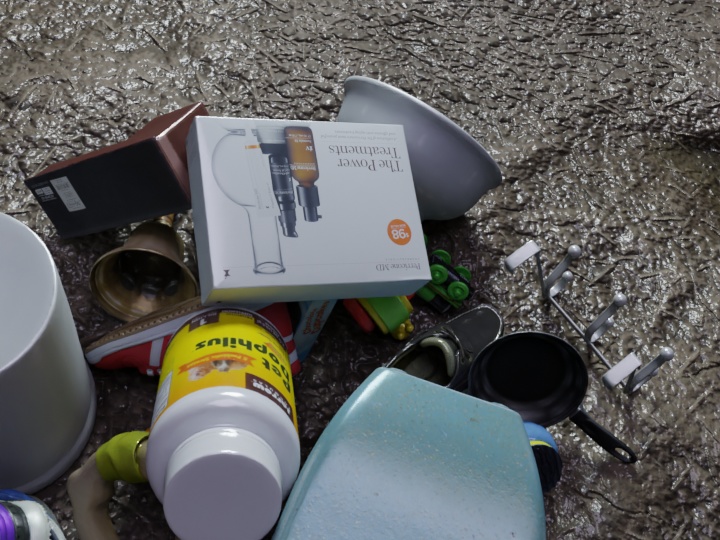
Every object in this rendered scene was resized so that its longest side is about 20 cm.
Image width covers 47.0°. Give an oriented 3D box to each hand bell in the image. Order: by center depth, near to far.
[{"bbox_3d":[-0.201,-0.051,0.847,0.102,0.105,0.202,8,44,-6],"label":"hand bell"}]

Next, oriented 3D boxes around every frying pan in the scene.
[{"bbox_3d":[0.195,0.113,0.794,0.187,0.117,0.031,15,30,-3],"label":"frying pan"}]

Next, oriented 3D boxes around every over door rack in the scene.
[{"bbox_3d":[0.227,0.043,0.798,0.067,0.199,0.148,-43,67,11],"label":"over door rack"}]

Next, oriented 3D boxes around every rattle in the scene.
[{"bbox_3d":[-0.146,0.226,0.696,0.130,0.143,0.201,-38,84,4],"label":"rattle"}]

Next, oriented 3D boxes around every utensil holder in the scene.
[{"bbox_3d":[-0.307,0.071,0.662,0.166,0.201,0.172,5,55,-8],"label":"utensil holder"}]

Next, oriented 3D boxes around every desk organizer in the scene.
[{"bbox_3d":[-0.222,-0.093,0.792,0.197,0.072,0.077,-8,31,36],"label":"desk organizer"}]

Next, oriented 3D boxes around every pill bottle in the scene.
[{"bbox_3d":[-0.101,0.113,0.619,0.107,0.111,0.200,2,21,-9],"label":"pill bottle"}]

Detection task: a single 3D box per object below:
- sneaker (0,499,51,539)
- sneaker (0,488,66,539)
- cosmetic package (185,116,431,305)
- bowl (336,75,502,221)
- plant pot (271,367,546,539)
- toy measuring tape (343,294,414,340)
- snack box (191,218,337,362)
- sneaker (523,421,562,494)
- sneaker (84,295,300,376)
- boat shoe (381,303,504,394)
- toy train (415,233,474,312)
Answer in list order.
[{"bbox_3d":[-0.317,0.198,0.583,0.099,0.198,0.071,19,54,-53],"label":"sneaker"},{"bbox_3d":[-0.238,0.252,0.626,0.076,0.086,0.200,-31,68,-27],"label":"sneaker"},{"bbox_3d":[-0.045,-0.052,0.721,0.196,0.052,0.154,-2,74,-24],"label":"cosmetic package"},{"bbox_3d":[0.045,-0.110,0.880,0.199,0.201,0.091,33,87,11],"label":"bowl"},{"bbox_3d":[0.034,0.193,0.626,0.193,0.196,0.203,18,69,1],"label":"plant pot"},{"bbox_3d":[0.000,0.000,0.792,0.073,0.201,0.074,-24,33,17],"label":"toy measuring tape"},{"bbox_3d":[-0.098,-0.018,0.811,0.037,0.117,0.201,-15,60,-36],"label":"snack box"},{"bbox_3d":[0.083,0.181,0.761,0.196,0.067,0.079,-11,19,-5],"label":"sneaker"},{"bbox_3d":[-0.150,0.086,0.762,0.197,0.071,0.114,-17,102,11],"label":"sneaker"},{"bbox_3d":[0.076,0.092,0.804,0.200,0.066,0.072,-34,68,-28],"label":"boat shoe"},{"bbox_3d":[0.032,-0.024,0.845,0.199,0.056,0.042,38,32,-12],"label":"toy train"}]
